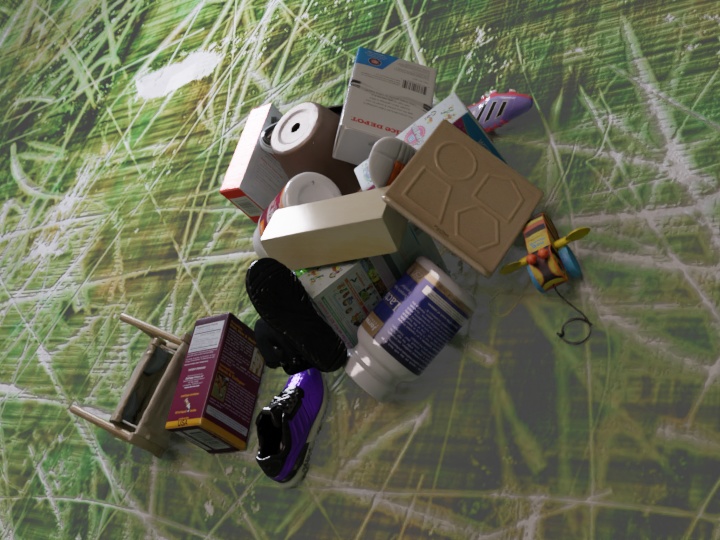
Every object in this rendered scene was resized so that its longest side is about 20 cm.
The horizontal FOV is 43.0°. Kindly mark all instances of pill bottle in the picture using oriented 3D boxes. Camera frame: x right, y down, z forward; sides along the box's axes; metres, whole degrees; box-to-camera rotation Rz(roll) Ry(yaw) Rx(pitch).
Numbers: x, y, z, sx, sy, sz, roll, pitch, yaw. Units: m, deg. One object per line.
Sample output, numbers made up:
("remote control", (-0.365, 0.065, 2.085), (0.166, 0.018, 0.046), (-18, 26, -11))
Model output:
("pill bottle", (-0.112, -0.080, 1.562), (0.200, 0.109, 0.110), (-38, 32, 58))
("pill bottle", (0.067, 0.088, 1.327), (0.200, 0.116, 0.116), (-50, 41, 2))

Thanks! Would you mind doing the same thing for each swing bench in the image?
("swing bench", (-0.370, 0.207, 1.611), (0.199, 0.130, 0.200), (12, 68, 39))

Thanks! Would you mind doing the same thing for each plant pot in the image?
("plant pot", (-0.066, -0.202, 1.616), (0.199, 0.174, 0.202), (-23, 47, 27))

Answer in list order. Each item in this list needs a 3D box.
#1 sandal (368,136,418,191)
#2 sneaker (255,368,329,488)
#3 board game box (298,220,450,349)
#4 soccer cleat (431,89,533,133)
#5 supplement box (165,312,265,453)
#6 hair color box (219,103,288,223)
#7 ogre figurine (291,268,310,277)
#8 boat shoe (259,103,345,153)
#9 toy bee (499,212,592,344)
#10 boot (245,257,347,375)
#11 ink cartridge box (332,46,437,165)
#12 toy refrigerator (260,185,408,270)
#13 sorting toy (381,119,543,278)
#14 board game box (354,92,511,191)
("sandal", (0.073, -0.138, 1.352), (0.059, 0.206, 0.080), (37, 99, 45))
("sneaker", (-0.111, 0.220, 1.393), (0.069, 0.099, 0.202), (-9, 54, 33))
("board game box", (0.023, 0.013, 1.371), (0.199, 0.148, 0.064), (-38, 41, -8))
("soccer cleat", (0.196, -0.246, 1.516), (0.198, 0.066, 0.077), (-6, 78, 35))
("supplement box", (-0.234, 0.187, 1.517), (0.085, 0.110, 0.202), (-13, 52, 34))
("hair color box", (-0.188, -0.207, 1.771), (0.063, 0.111, 0.202), (-4, 57, 40))
("ogre figurine", (-0.089, 0.027, 1.516), (0.120, 0.098, 0.200), (-42, -2, 0))
("boat shoe", (-0.094, -0.272, 1.714), (0.198, 0.057, 0.069), (-14, 65, -6))
("toy bee", (0.261, -0.016, 1.248), (0.131, 0.109, 0.200), (-42, 42, 5))
("boot", (-0.123, 0.076, 1.341), (0.077, 0.200, 0.168), (-48, 17, -26))
("ink cartridge box", (0.042, -0.265, 1.538), (0.085, 0.145, 0.201), (113, 171, -53))
("toy refrigerator", (-0.036, -0.056, 1.314), (0.198, 0.070, 0.076), (-10, 37, 26))
("sorting toy", (0.145, -0.102, 1.287), (0.200, 0.185, 0.037), (-52, -3, -35))
("board game box", (0.115, -0.157, 1.436), (0.199, 0.147, 0.065), (-38, 39, 13))
